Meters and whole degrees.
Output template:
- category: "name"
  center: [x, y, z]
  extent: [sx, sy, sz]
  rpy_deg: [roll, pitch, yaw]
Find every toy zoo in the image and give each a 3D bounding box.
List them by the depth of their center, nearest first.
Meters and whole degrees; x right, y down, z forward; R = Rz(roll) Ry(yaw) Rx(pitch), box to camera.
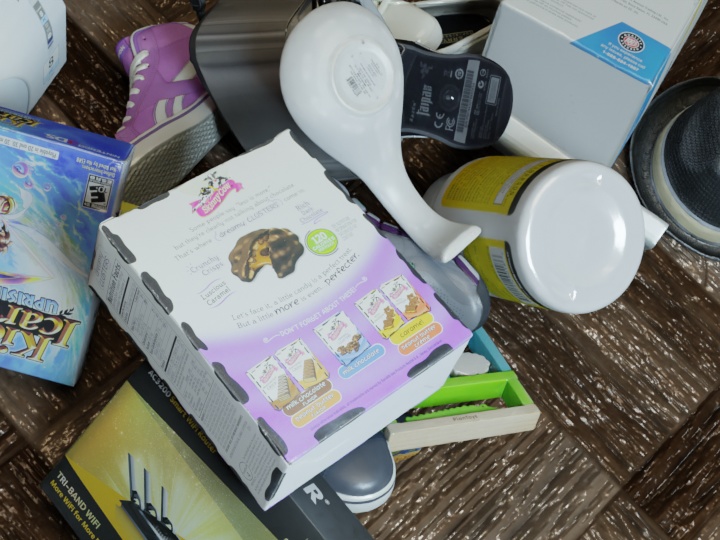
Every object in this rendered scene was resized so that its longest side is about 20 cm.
- category: "toy zoo"
  center: [0.038, 0.055, 1.072]
  extent: [0.130, 0.021, 0.201]
  rpy_deg: [-5, 41, -27]

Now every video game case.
- category: "video game case"
  center: [-0.279, -0.027, 0.992]
  extent: [0.197, 0.183, 0.046]
  rpy_deg: [15, 22, -5]

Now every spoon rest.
- category: "spoon rest"
  center: [0.012, -0.098, 0.995]
  extent: [0.099, 0.060, 0.201]
  rpy_deg: [-38, 108, -21]

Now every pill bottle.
- category: "pill bottle"
  center: [0.121, -0.033, 1.069]
  extent: [0.110, 0.200, 0.113]
  rpy_deg: [-3, 97, -24]

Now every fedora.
- category: "fedora"
  center: [0.339, -0.109, 1.230]
  extent: [0.198, 0.092, 0.203]
  rpy_deg: [6, 61, -11]

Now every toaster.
- category: "toaster"
  center: [-0.043, -0.157, 1.094]
  extent: [0.128, 0.201, 0.114]
  rpy_deg: [4, 46, 41]

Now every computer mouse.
- category: "computer mouse"
  center: [0.034, -0.166, 1.046]
  extent: [0.198, 0.046, 0.143]
  rpy_deg: [-1, 101, -34]

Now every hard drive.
- category: "hard drive"
  center: [0.165, -0.085, 1.160]
  extent: [0.199, 0.132, 0.026]
  rpy_deg: [36, 94, 6]

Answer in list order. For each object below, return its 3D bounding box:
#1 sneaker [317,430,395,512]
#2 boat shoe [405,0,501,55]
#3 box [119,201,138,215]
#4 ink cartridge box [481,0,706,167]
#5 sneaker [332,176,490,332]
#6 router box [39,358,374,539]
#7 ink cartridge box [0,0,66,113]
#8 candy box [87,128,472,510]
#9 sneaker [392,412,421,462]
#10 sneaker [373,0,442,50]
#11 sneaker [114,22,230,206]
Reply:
- category: "sneaker"
  center: [-0.044, 0.077, 0.970]
  extent: [0.078, 0.080, 0.200]
  rpy_deg: [-25, 59, -29]
- category: "boat shoe"
  center: [0.041, -0.205, 1.222]
  extent: [0.197, 0.066, 0.073]
  rpy_deg: [-9, 66, -18]
- category: "box"
  center: [-0.188, -0.015, 1.063]
  extent: [0.197, 0.076, 0.051]
  rpy_deg: [14, 58, -5]
- category: "ink cartridge box"
  center: [0.212, -0.220, 1.223]
  extent: [0.146, 0.145, 0.201]
  rpy_deg: [30, 60, 9]
- category: "sneaker"
  center: [0.000, 0.000, 1.046]
  extent: [0.199, 0.075, 0.087]
  rpy_deg: [31, 36, 21]
- category: "router box"
  center: [-0.106, 0.168, 0.942]
  extent: [0.200, 0.157, 0.052]
  rpy_deg: [48, 23, 13]
- category: "ink cartridge box"
  center: [-0.280, -0.172, 1.048]
  extent: [0.047, 0.201, 0.161]
  rpy_deg: [27, 60, 2]
- category: "candy box"
  center: [-0.055, 0.025, 0.910]
  extent: [0.167, 0.072, 0.200]
  rpy_deg: [-30, 70, -33]
- category: "sneaker"
  center: [-0.048, 0.099, 1.037]
  extent: [0.197, 0.075, 0.089]
  rpy_deg: [6, 61, -12]
- category: "sneaker"
  center: [-0.028, -0.223, 1.162]
  extent: [0.198, 0.085, 0.073]
  rpy_deg: [15, 59, 25]
- category: "sneaker"
  center: [-0.177, -0.133, 1.134]
  extent: [0.114, 0.073, 0.201]
  rpy_deg: [35, 51, 10]
